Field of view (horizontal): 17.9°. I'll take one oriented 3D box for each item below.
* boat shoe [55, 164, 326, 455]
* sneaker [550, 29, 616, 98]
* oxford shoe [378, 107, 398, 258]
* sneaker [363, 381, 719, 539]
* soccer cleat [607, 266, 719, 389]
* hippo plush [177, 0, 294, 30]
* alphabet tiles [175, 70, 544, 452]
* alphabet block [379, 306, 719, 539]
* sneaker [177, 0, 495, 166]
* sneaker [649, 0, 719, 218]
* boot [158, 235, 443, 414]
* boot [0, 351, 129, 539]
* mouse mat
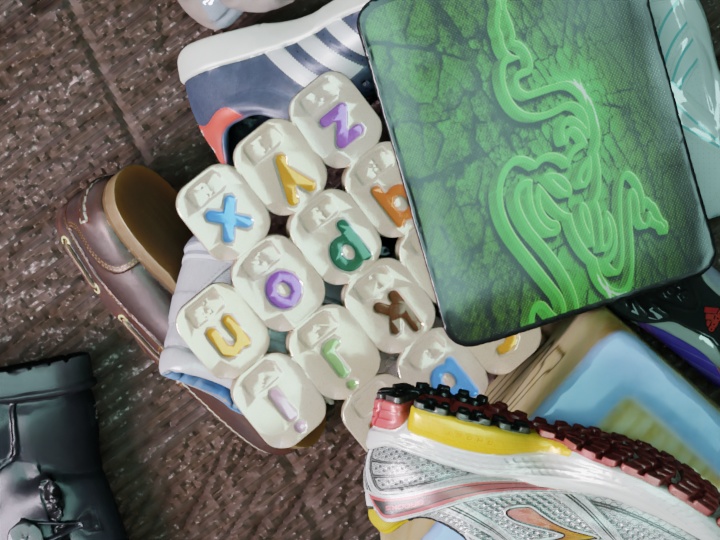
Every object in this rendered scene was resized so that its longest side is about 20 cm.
[{"bbox_3d":[-0.099,0.028,1.343,0.070,0.070,0.200,-27,103,39],"label":"boat shoe"},{"bbox_3d":[0.101,-0.096,1.291,0.083,0.071,0.200,17,93,40],"label":"sneaker"},{"bbox_3d":[0.040,-0.077,1.327,0.071,0.073,0.200,23,95,-2],"label":"oxford shoe"},{"bbox_3d":[0.097,0.118,1.152,0.200,0.078,0.082,15,99,8],"label":"sneaker"},{"bbox_3d":[0.187,0.021,1.340,0.200,0.073,0.068,35,74,-2],"label":"soccer cleat"},{"bbox_3d":[-0.030,-0.240,1.298,0.161,0.159,0.200,-11,113,-30],"label":"hippo plush"},{"bbox_3d":[0.000,0.000,1.253,0.200,0.015,0.196,-40,100,-7],"label":"alphabet tiles"},{"bbox_3d":[0.139,0.150,1.287,0.195,0.200,0.196,43,94,-5],"label":"alphabet block"},{"bbox_3d":[-0.005,-0.111,1.301,0.200,0.075,0.085,-16,87,25],"label":"sneaker"},{"bbox_3d":[0.168,-0.118,1.327,0.080,0.070,0.200,-24,96,4],"label":"sneaker"},{"bbox_3d":[-0.023,0.056,1.310,0.200,0.074,0.096,23,72,-21],"label":"boot"},{"bbox_3d":[-0.235,0.147,1.343,0.200,0.076,0.168,-10,92,-6],"label":"boot"},{"bbox_3d":[0.098,-0.072,1.254,0.161,0.008,0.200,-17,98,-7],"label":"mouse mat"}]
